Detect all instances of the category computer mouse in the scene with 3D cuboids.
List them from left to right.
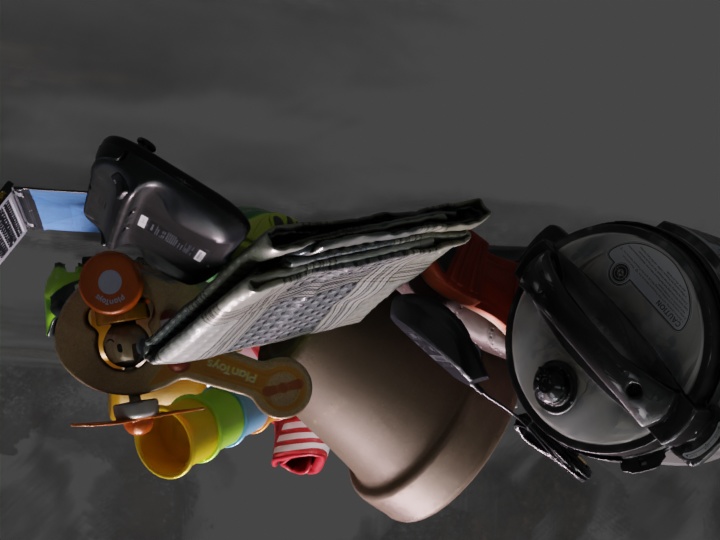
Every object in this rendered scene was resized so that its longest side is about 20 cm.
[{"bbox_3d":[0.102,0.083,1.160,0.200,0.034,0.059,42,172,-9],"label":"computer mouse"}]

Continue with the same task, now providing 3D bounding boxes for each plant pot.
[{"bbox_3d":[0.012,0.084,1.306,0.174,0.201,0.200,31,162,-20],"label":"plant pot"}]

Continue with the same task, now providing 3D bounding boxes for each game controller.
[{"bbox_3d":[-0.129,-0.035,1.013,0.104,0.042,0.200,23,167,-8],"label":"game controller"}]

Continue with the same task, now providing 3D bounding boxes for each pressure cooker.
[{"bbox_3d":[0.204,0.057,1.135,0.175,0.180,0.199,1,173,35],"label":"pressure cooker"}]

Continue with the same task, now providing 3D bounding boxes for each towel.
[{"bbox_3d":[-0.030,0.013,1.081,0.191,0.035,0.200,-9,161,-35],"label":"towel"}]

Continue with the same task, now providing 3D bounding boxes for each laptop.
[{"bbox_3d":[-0.235,0.004,1.189,0.116,0.200,0.187,37,169,-2],"label":"laptop"}]

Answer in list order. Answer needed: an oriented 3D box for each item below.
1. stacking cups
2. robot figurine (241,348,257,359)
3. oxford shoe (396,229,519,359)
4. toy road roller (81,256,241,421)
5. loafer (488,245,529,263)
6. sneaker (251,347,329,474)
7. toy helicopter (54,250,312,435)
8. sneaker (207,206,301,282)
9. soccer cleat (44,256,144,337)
[{"bbox_3d":[-0.101,0.118,1.298,0.060,0.061,0.200,-2,-172,33],"label":"stacking cups"},{"bbox_3d":[-0.165,0.074,1.632,0.149,0.126,0.200,1,173,-8],"label":"robot figurine"},{"bbox_3d":[0.098,0.028,1.219,0.072,0.072,0.200,-18,134,43],"label":"oxford shoe"},{"bbox_3d":[-0.170,0.068,1.328,0.122,0.147,0.200,-4,-167,-12],"label":"toy road roller"},{"bbox_3d":[0.126,0.007,1.276,0.198,0.072,0.063,10,-166,-13],"label":"loafer"},{"bbox_3d":[-0.074,0.123,1.479,0.078,0.116,0.200,15,-174,-19],"label":"sneaker"},{"bbox_3d":[-0.134,0.073,1.174,0.199,0.133,0.079,19,176,0],"label":"toy helicopter"},{"bbox_3d":[-0.076,-0.014,1.180,0.083,0.075,0.200,17,171,14],"label":"sneaker"},{"bbox_3d":[-0.228,0.032,1.490,0.199,0.082,0.067,-3,170,40],"label":"soccer cleat"}]
